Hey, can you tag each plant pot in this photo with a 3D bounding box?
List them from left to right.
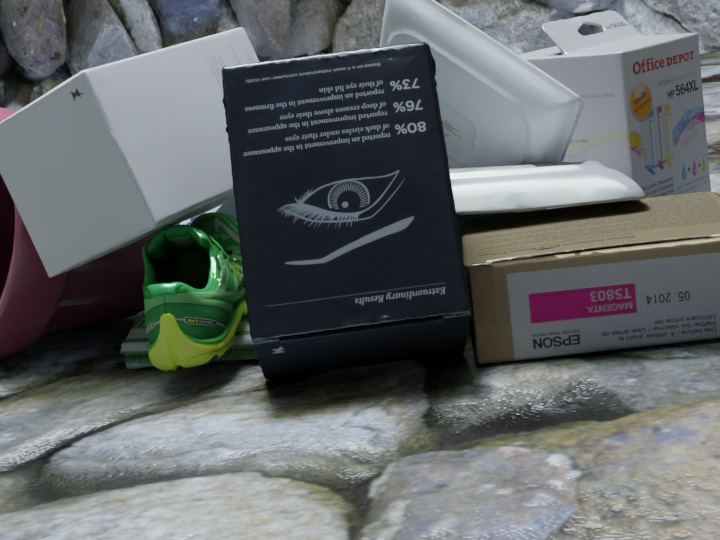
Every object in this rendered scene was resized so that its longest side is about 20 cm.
[{"bbox_3d":[-0.262,-0.027,1.256,0.199,0.202,0.178,4,0,44],"label":"plant pot"}]

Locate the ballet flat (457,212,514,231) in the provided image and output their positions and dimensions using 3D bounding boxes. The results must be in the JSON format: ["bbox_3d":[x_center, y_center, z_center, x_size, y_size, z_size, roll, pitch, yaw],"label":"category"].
[{"bbox_3d":[0.060,-0.007,1.240,0.070,0.071,0.199,5,17,45],"label":"ballet flat"}]

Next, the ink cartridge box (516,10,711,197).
[{"bbox_3d":[0.222,-0.127,1.359,0.125,0.201,0.128,4,17,43],"label":"ink cartridge box"}]

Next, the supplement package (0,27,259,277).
[{"bbox_3d":[-0.160,-0.093,1.157,0.119,0.122,0.200,-23,3,34],"label":"supplement package"}]

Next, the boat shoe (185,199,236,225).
[{"bbox_3d":[-0.102,-0.057,1.379,0.200,0.071,0.091,-42,14,-3],"label":"boat shoe"}]

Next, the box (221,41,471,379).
[{"bbox_3d":[-0.011,-0.039,1.046,0.147,0.201,0.104,-6,-17,-1],"label":"box"}]

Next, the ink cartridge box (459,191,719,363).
[{"bbox_3d":[0.173,0.001,1.087,0.199,0.076,0.165,-6,13,5],"label":"ink cartridge box"}]

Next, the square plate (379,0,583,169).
[{"bbox_3d":[0.084,-0.127,1.316,0.200,0.199,0.028,36,56,18],"label":"square plate"}]

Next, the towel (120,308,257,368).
[{"bbox_3d":[-0.093,0.017,1.202,0.151,0.024,0.200,-5,25,12],"label":"towel"}]

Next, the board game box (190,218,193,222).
[{"bbox_3d":[-0.068,-0.099,1.577,0.199,0.106,0.103,-5,-10,10],"label":"board game box"}]

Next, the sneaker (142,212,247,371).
[{"bbox_3d":[-0.115,-0.003,1.125,0.074,0.084,0.200,-7,25,7],"label":"sneaker"}]

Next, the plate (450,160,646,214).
[{"bbox_3d":[0.112,-0.065,1.196,0.198,0.033,0.200,-4,4,3],"label":"plate"}]
